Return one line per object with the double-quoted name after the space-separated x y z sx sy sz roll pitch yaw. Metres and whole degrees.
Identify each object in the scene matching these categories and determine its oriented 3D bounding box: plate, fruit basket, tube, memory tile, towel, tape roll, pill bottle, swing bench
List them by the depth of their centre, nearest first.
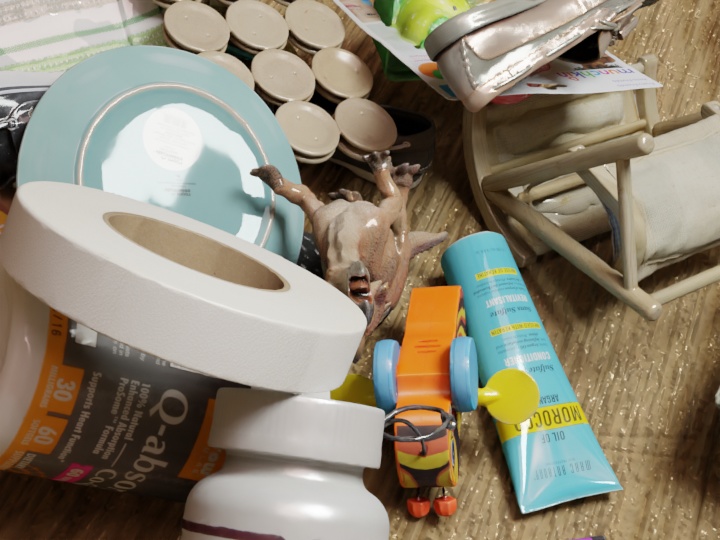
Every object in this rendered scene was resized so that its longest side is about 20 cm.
-0.043 0.167 0.673 0.109 0.110 0.202 9 81 -11 "pill bottle"
-0.093 0.006 0.698 0.201 0.037 0.203 21 9 -4 "tape roll"
-0.124 0.069 0.749 0.199 0.116 0.117 17 45 -31 "pill bottle"
-0.119 -0.051 0.835 0.199 0.026 0.202 7 77 -29 "plate"
0.110 0.069 0.905 0.077 0.051 0.201 -11 61 -16 "tube"
-0.207 -0.168 0.951 0.148 0.031 0.201 -18 75 -18 "towel"
-0.068 -0.158 0.959 0.152 0.017 0.201 -9 59 -31 "memory tile"
0.099 -0.178 0.980 0.184 0.095 0.200 -6 27 -25 "fruit basket"
0.214 -0.073 0.981 0.198 0.131 0.200 -19 22 -28 "swing bench"

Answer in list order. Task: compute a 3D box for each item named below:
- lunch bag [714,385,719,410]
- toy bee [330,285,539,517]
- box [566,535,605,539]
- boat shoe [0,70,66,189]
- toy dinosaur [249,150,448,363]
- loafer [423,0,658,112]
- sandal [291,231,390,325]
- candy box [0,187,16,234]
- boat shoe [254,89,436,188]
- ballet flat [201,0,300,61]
0.349 0.074 0.893 0.164 0.117 0.200 53 46 -18 "lunch bag"
0.036 0.096 0.834 0.130 0.110 0.200 8 27 30 "toy bee"
0.073 0.233 0.761 0.198 0.036 0.144 0 51 -20 "box"
-0.207 -0.082 0.840 0.199 0.072 0.068 -14 55 -44 "boat shoe"
0.000 0.000 0.855 0.085 0.200 0.137 -13 78 22 "toy dinosaur"
0.135 -0.159 0.892 0.199 0.072 0.063 -22 83 -26 "loafer"
-0.072 -0.003 0.905 0.199 0.048 0.076 24 50 -16 "sandal"
-0.262 -0.006 0.832 0.200 0.055 0.115 41 51 15 "candy box"
-0.037 -0.119 0.997 0.198 0.057 0.067 15 49 -6 "boat shoe"
-0.138 -0.210 1.024 0.198 0.071 0.071 13 49 -5 "ballet flat"
